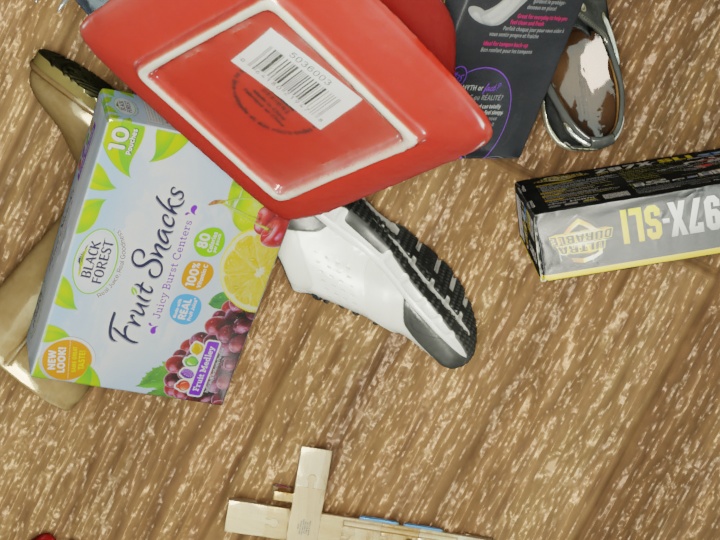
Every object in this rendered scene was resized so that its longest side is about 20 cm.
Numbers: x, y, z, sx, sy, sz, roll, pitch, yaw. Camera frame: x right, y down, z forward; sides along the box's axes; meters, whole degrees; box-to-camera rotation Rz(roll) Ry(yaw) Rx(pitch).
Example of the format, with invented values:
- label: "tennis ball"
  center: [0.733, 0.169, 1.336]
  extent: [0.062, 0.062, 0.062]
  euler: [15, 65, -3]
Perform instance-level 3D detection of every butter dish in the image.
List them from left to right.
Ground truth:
- label: "butter dish"
  center: [-0.030, -0.152, 1.033]
  extent: [0.198, 0.149, 0.200]
  euler: [-19, 129, 44]

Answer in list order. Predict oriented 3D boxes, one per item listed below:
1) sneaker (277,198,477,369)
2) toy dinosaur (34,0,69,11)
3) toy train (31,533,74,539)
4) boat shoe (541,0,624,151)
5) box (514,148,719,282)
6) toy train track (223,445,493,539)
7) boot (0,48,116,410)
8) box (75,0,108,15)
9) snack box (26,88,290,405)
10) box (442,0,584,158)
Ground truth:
- label: "sneaker"
  center: [0.000, 0.000, 1.215]
  extent: [0.200, 0.074, 0.080]
  euler: [44, 112, -1]
- label: "toy dinosaur"
  center: [-0.108, -0.227, 1.073]
  extent: [0.198, 0.077, 0.103]
  euler: [-4, 113, -6]
- label: "toy train"
  center: [-0.275, 0.286, 1.234]
  extent: [0.199, 0.116, 0.085]
  euler: [-39, 96, 6]
- label: "boat shoe"
  center: [0.140, -0.180, 1.177]
  extent: [0.071, 0.068, 0.202]
  euler: [-15, 96, 3]
- label: "box"
  center: [0.208, -0.044, 1.150]
  extent: [0.198, 0.160, 0.050]
  euler: [-9, 99, 2]
- label: "toy train track"
  center: [-0.001, 0.192, 1.260]
  extent: [0.198, 0.033, 0.116]
  euler: [10, 92, -6]
- label: "boot"
  center: [-0.214, -0.028, 1.210]
  extent: [0.175, 0.066, 0.200]
  euler: [39, 99, -5]
- label: "box"
  center: [-0.101, -0.236, 1.152]
  extent: [0.200, 0.107, 0.149]
  euler: [-41, 97, 8]
- label: "snack box"
  center: [-0.133, -0.012, 1.155]
  extent: [0.141, 0.053, 0.201]
  euler: [11, 118, -20]
- label: "box"
  center: [0.070, -0.184, 1.112]
  extent: [0.106, 0.122, 0.201]
  euler: [39, 118, 35]
